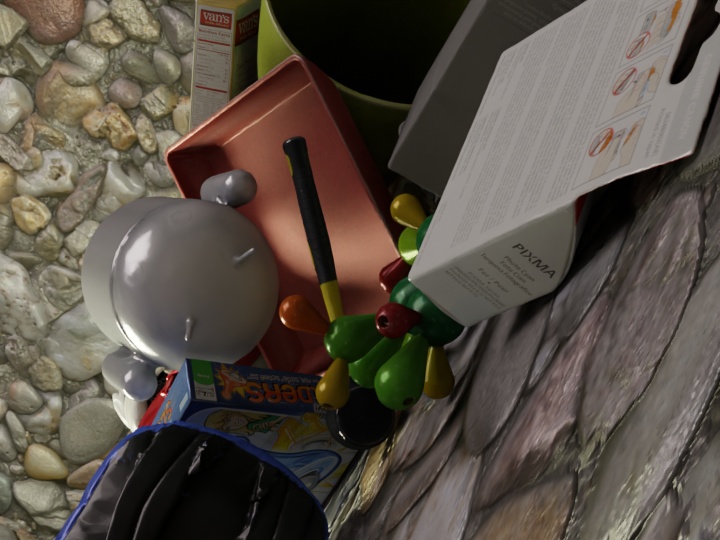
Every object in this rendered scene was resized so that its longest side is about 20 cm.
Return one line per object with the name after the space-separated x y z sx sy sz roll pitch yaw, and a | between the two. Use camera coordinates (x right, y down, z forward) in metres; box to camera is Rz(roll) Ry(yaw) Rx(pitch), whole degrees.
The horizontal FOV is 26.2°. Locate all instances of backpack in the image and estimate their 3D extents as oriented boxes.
-0.116 0.192 0.931 0.202 0.161 0.168 -63 2 -7 | backpack

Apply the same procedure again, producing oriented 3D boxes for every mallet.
-0.019 0.017 0.983 0.066 0.041 0.202 110 147 -75 | mallet

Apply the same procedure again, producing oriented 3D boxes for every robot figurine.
-0.123 0.007 1.054 0.171 0.112 0.200 -65 22 -5 | robot figurine

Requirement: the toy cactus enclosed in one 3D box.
0.040 -0.004 0.880 0.165 0.102 0.200 -49 1 22 | toy cactus

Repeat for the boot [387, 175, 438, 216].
0.000 0.000 1.180 0.201 0.065 0.177 121 146 -43 | boot

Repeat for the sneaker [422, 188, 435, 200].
0.008 -0.013 1.343 0.201 0.072 0.115 -50 3 42 | sneaker

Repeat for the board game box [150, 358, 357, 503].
-0.089 0.143 1.056 0.201 0.134 0.035 -59 33 39 | board game box

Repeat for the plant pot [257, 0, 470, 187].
-0.002 -0.133 1.165 0.201 0.185 0.188 115 180 -53 | plant pot

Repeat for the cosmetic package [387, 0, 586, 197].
0.101 -0.139 0.949 0.201 0.089 0.107 -61 4 40 | cosmetic package

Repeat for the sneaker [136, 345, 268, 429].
-0.127 0.061 1.163 0.200 0.077 0.117 -63 -31 -56 | sneaker

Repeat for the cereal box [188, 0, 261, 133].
-0.093 -0.127 1.218 0.144 0.039 0.202 -48 -33 -64 | cereal box

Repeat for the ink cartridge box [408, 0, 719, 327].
0.118 -0.071 0.735 0.199 0.047 0.161 -24 34 52 | ink cartridge box

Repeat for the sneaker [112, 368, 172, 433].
-0.136 0.054 1.280 0.202 0.075 0.081 -63 14 5 | sneaker

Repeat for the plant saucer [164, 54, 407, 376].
-0.038 -0.031 1.079 0.037 0.201 0.199 -28 1 -37 | plant saucer
